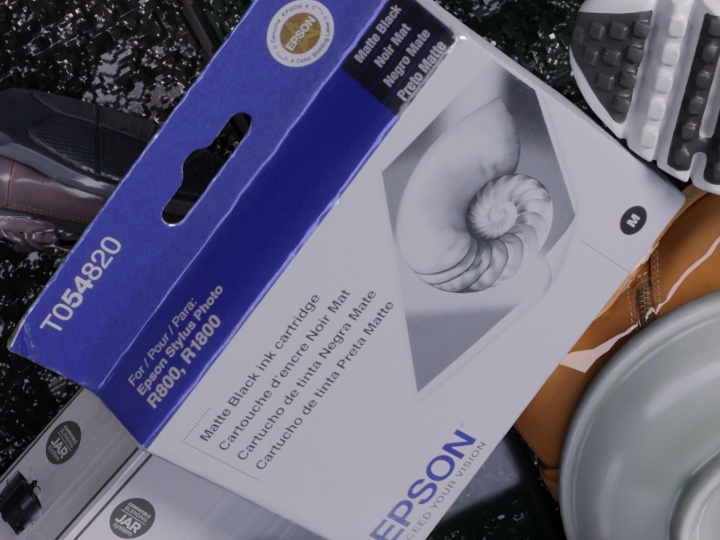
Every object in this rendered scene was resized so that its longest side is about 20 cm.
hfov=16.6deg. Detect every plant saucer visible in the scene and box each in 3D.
[{"bbox_3d":[0.180,0.099,1.001,0.199,0.050,0.201,2,119,3],"label":"plant saucer"}]

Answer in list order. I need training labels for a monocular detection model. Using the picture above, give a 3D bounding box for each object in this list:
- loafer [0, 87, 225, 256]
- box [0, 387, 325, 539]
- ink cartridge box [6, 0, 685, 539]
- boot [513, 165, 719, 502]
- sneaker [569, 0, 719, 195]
[{"bbox_3d":[-0.148,-0.038,1.013,0.199,0.072,0.063,15,118,-8],"label":"loafer"},{"bbox_3d":[-0.064,0.083,1.016,0.200,0.060,0.117,-47,129,3],"label":"box"},{"bbox_3d":[0.000,0.000,0.937,0.200,0.041,0.200,30,101,-37],"label":"ink cartridge box"},{"bbox_3d":[0.154,0.025,1.047,0.199,0.074,0.155,-20,104,5],"label":"boot"},{"bbox_3d":[0.177,-0.067,0.962,0.199,0.081,0.075,18,117,-1],"label":"sneaker"}]
